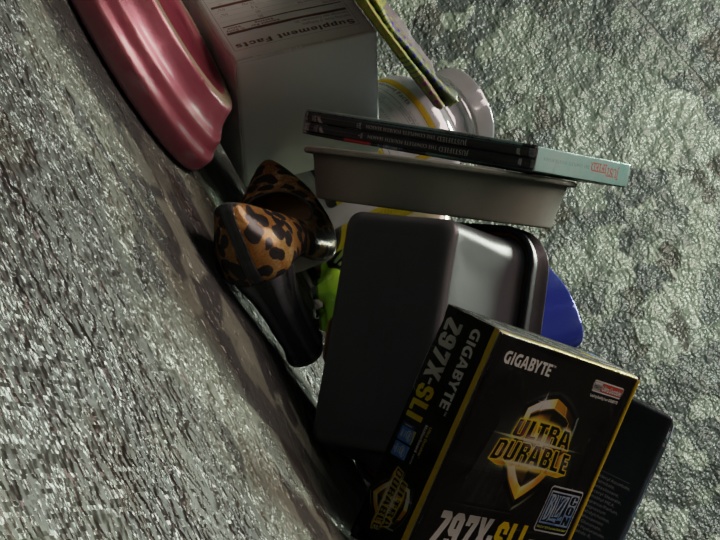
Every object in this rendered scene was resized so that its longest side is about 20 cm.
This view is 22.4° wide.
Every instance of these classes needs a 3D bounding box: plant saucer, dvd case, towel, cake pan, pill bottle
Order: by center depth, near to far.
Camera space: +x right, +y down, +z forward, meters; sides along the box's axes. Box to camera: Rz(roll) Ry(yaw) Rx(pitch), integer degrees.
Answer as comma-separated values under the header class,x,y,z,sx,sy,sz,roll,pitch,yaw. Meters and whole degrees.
class,x,y,z,sx,sy,sz,roll,pitch,yaw
plant saucer,-0.150,-0.169,1.307,0.201,0.051,0.201,59,5,-9
cake pan,0.056,-0.059,1.316,0.200,0.199,0.037,-22,119,-85
dvd case,0.078,-0.089,1.331,0.199,0.022,0.146,14,5,35
towel,0.022,-0.190,1.401,0.144,0.023,0.200,53,5,-9
pill bottle,0.011,-0.095,1.520,0.112,0.199,0.113,41,-34,35

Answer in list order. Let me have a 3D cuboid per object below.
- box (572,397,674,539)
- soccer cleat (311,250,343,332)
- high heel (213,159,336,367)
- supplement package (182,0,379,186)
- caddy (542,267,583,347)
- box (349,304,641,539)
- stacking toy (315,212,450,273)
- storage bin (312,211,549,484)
class,x,y,z,sx,sy,sz,roll,pitch,yaw
box,0.179,0.196,1.548,0.107,0.201,0.148,24,-2,13
soccer cleat,0.000,0.000,1.545,0.200,0.080,0.068,-93,179,-65
high heel,-0.069,-0.047,1.273,0.201,0.071,0.143,-102,169,-46
supplement package,-0.074,-0.179,1.446,0.200,0.117,0.117,-121,-157,-46
caddy,0.125,0.058,1.688,0.200,0.104,0.142,-127,-153,-53
box,0.093,0.119,1.193,0.049,0.161,0.200,28,4,36
stacking toy,0.019,0.008,1.733,0.201,0.145,0.147,81,-12,-47
storage bin,0.032,0.050,1.252,0.134,0.145,0.202,27,71,-63
